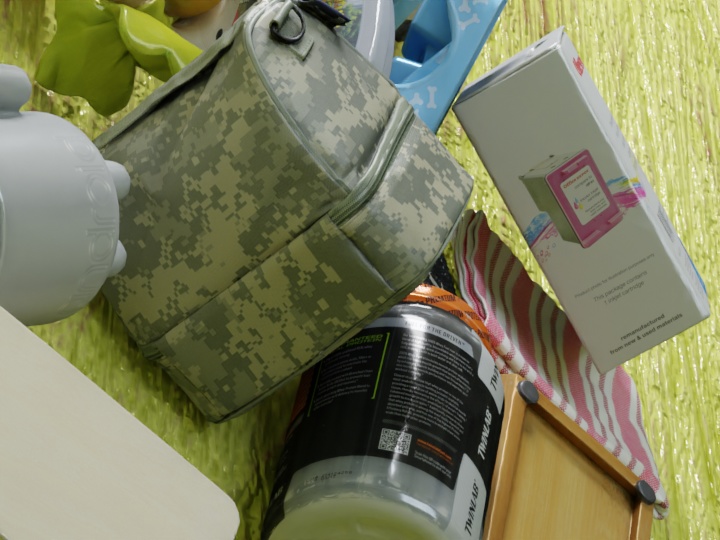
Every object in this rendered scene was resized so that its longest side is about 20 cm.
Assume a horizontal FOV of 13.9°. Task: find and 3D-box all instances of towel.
[{"bbox_3d":[0.132,0.061,1.914,0.200,0.030,0.147,44,20,-26],"label":"towel"}]

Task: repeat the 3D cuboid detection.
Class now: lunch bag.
[{"bbox_3d":[-0.059,-0.042,1.643,0.168,0.200,0.140,46,35,-14],"label":"lunch bag"}]

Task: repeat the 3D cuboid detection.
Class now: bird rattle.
[{"bbox_3d":[-0.122,-0.191,1.737,0.163,0.112,0.202,3,86,-64],"label":"bird rattle"}]

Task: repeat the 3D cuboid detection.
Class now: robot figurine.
[{"bbox_3d":[-0.203,-0.025,1.518,0.199,0.112,0.171,-8,100,-54],"label":"robot figurine"}]

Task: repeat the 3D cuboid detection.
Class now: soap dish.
[{"bbox_3d":[0.102,0.169,1.771,0.157,0.081,0.201,41,36,-21],"label":"soap dish"}]

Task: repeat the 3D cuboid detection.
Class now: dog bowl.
[{"bbox_3d":[0.042,-0.126,1.872,0.049,0.112,0.201,29,78,1],"label":"dog bowl"}]

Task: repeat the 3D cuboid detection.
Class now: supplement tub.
[{"bbox_3d":[0.017,0.105,1.679,0.122,0.122,0.201,41,35,-20],"label":"supplement tub"}]

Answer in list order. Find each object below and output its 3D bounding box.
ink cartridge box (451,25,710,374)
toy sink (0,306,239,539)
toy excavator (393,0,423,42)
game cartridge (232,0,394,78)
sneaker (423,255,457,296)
[{"bbox_3d":[0.143,-0.048,1.913,0.201,0.084,0.145,62,8,-4],"label":"ink cartridge box"},{"bbox_3d":[-0.177,0.120,1.421,0.200,0.112,0.131,40,34,-14],"label":"toy sink"},{"bbox_3d":[-0.017,-0.198,1.963,0.199,0.100,0.195,-1,61,-37],"label":"toy excavator"},{"bbox_3d":[-0.045,-0.145,1.824,0.041,0.132,0.201,71,13,-45],"label":"game cartridge"},{"bbox_3d":[0.000,0.000,1.813,0.200,0.080,0.074,46,22,-47],"label":"sneaker"}]
